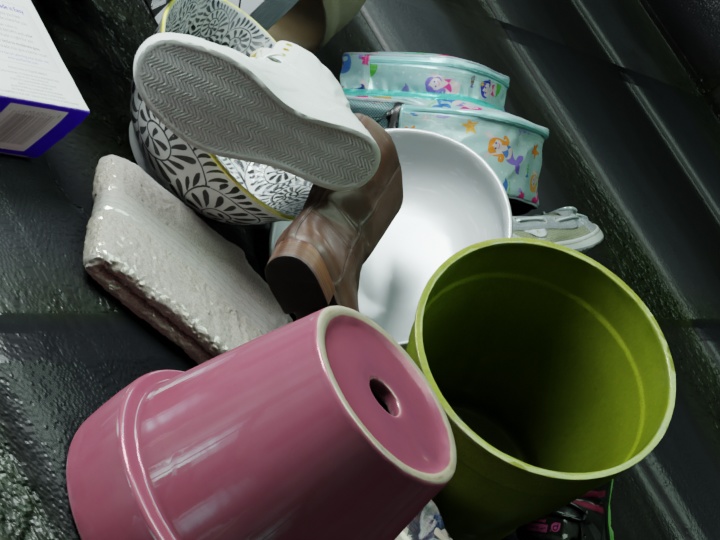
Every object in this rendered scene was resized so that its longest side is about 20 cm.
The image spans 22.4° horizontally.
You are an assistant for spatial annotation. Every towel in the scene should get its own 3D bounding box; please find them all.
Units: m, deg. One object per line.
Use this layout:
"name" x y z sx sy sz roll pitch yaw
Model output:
"towel" -0.121 0.012 1.329 0.200 0.034 0.133 41 24 -27

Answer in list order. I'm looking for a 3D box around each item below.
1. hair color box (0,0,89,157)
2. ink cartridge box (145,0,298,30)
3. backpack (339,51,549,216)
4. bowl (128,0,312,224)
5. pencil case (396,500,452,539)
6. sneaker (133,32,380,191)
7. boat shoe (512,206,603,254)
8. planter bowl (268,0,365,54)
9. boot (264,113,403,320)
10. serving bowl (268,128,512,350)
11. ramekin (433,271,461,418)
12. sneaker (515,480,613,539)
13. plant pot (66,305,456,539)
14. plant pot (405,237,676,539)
"hair color box" -0.280 -0.177 1.255 0.109 0.065 0.200 5 54 -61
"ink cartridge box" -0.094 -0.261 1.564 0.044 0.200 0.094 0 57 -55
"backpack" 0.067 -0.114 1.623 0.200 0.151 0.178 13 0 28
"bowl" -0.117 -0.107 1.420 0.201 0.094 0.201 40 33 -33
"pencil case" 0.028 0.188 1.301 0.089 0.078 0.200 -16 69 -46
"sneaker" -0.086 -0.133 1.333 0.200 0.074 0.116 26 23 -30
"boat shoe" 0.158 -0.028 1.620 0.065 0.074 0.202 60 29 5
"planter bowl" -0.052 -0.319 1.695 0.200 0.135 0.200 40 -26 24
"boot" 0.000 0.000 1.405 0.200 0.064 0.186 -66 146 -50
"serving bowl" 0.030 -0.016 1.490 0.066 0.200 0.200 64 2 -60
"ramekin" 0.088 0.057 1.587 0.200 0.105 0.200 43 24 -25
"sneaker" 0.169 0.191 1.517 0.084 0.077 0.200 -37 118 -56
"plant pot" -0.049 0.122 1.115 0.200 0.179 0.200 42 25 -24
"plant pot" 0.105 0.112 1.376 0.200 0.193 0.200 10 54 -14
